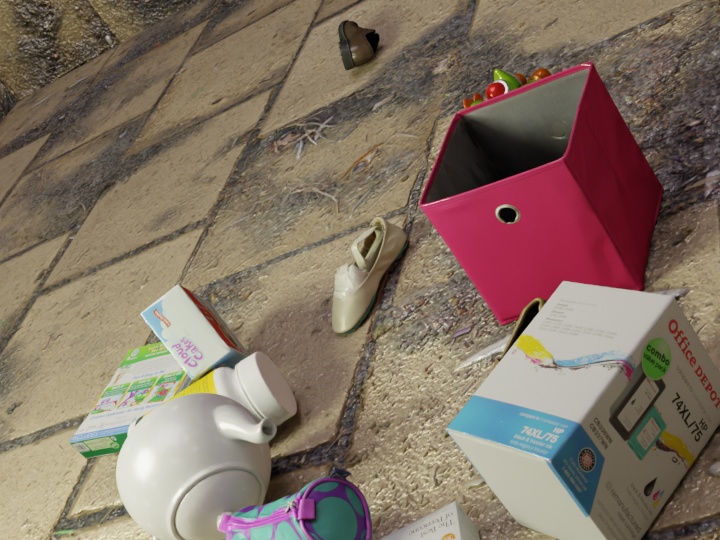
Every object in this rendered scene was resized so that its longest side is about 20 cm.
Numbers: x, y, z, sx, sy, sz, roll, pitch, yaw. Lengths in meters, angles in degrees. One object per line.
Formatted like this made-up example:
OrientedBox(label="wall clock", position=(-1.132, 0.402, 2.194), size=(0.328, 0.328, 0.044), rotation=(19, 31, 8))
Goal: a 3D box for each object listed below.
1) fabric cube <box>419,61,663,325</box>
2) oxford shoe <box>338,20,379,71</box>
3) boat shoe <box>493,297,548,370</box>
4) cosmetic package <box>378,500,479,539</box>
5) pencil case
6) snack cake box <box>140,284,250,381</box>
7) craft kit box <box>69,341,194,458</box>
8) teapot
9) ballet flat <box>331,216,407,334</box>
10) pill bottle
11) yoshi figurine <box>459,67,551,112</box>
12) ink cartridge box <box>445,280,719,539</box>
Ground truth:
OrientedBox(label="fabric cube", position=(0.218, -0.087, 1.401), size=(0.196, 0.200, 0.200), rotation=(-16, 33, 34))
OrientedBox(label="oxford shoe", position=(0.000, -0.464, 2.420), size=(0.084, 0.073, 0.200), rotation=(-16, 32, 5))
OrientedBox(label="boat shoe", position=(0.169, 0.117, 1.279), size=(0.072, 0.068, 0.200), rotation=(-11, 38, 38))
OrientedBox(label="cosmetic package", position=(0.024, 0.310, 1.168), size=(0.200, 0.051, 0.083), rotation=(-30, 28, 13))
OrientedBox(label="pencil case", position=(-0.070, 0.270, 1.242), size=(0.200, 0.092, 0.085), rotation=(-34, 32, 53))
OrientedBox(label="snack cake box", position=(-0.218, 0.095, 1.626), size=(0.067, 0.115, 0.200), rotation=(-38, -10, -2))
OrientedBox(label="craft kit box", position=(-0.318, 0.185, 1.785), size=(0.200, 0.049, 0.198), rotation=(-14, 37, 38))
OrientedBox(label="teapot", position=(-0.183, 0.254, 1.381), size=(0.197, 0.200, 0.146), rotation=(-28, 43, -14))
OrientedBox(label="ballet flat", position=(0.000, 0.000, 1.671), size=(0.069, 0.070, 0.200), rotation=(-10, 37, 42))
OrientedBox(label="pill bottle", position=(-0.190, 0.196, 1.535), size=(0.200, 0.114, 0.114), rotation=(-33, 27, 9))
OrientedBox(label="yoshi figurine", position=(0.216, -0.216, 1.755), size=(0.112, 0.113, 0.200), rotation=(34, 50, 21))
OrientedBox(label="ink cartridge box", position=(0.217, 0.134, 1.108), size=(0.200, 0.147, 0.146), rotation=(-49, 28, -21))
